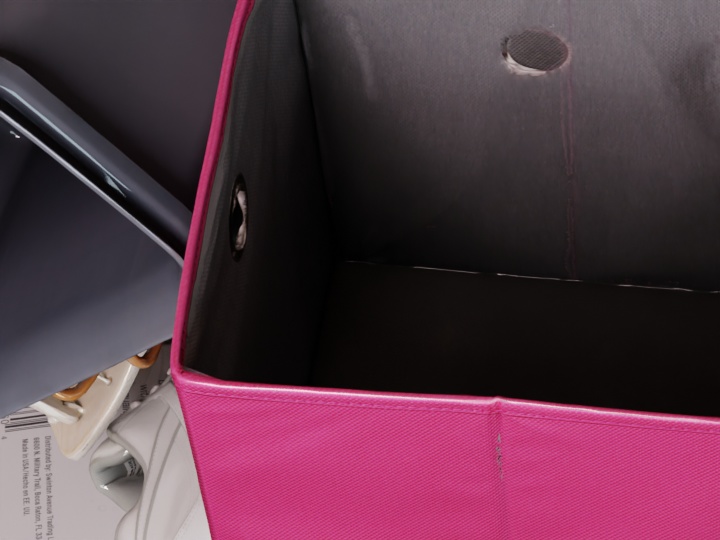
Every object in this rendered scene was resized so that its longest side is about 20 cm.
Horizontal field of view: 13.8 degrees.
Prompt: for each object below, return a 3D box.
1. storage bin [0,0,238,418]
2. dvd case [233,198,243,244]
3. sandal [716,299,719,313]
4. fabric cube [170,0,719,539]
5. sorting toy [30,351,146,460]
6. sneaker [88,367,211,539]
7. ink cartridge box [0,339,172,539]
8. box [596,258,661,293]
[{"bbox_3d":[-0.117,-0.040,1.004,0.146,0.134,0.200,40,142,-22],"label":"storage bin"},{"bbox_3d":[0.000,0.000,1.170,0.018,0.143,0.200,-7,136,22],"label":"dvd case"},{"bbox_3d":[0.111,0.057,1.119,0.202,0.050,0.083,-10,137,4],"label":"sandal"},{"bbox_3d":[0.059,0.020,0.972,0.200,0.196,0.200,4,144,8],"label":"fabric cube"},{"bbox_3d":[-0.147,-0.056,1.137,0.200,0.107,0.180,29,114,-22],"label":"sorting toy"},{"bbox_3d":[-0.060,0.055,1.180,0.099,0.200,0.078,-14,121,14],"label":"sneaker"},{"bbox_3d":[-0.096,0.102,1.252,0.200,0.146,0.084,-7,134,0],"label":"ink cartridge box"},{"bbox_3d":[0.189,-0.051,1.150,0.199,0.131,0.200,10,132,-16],"label":"box"}]
